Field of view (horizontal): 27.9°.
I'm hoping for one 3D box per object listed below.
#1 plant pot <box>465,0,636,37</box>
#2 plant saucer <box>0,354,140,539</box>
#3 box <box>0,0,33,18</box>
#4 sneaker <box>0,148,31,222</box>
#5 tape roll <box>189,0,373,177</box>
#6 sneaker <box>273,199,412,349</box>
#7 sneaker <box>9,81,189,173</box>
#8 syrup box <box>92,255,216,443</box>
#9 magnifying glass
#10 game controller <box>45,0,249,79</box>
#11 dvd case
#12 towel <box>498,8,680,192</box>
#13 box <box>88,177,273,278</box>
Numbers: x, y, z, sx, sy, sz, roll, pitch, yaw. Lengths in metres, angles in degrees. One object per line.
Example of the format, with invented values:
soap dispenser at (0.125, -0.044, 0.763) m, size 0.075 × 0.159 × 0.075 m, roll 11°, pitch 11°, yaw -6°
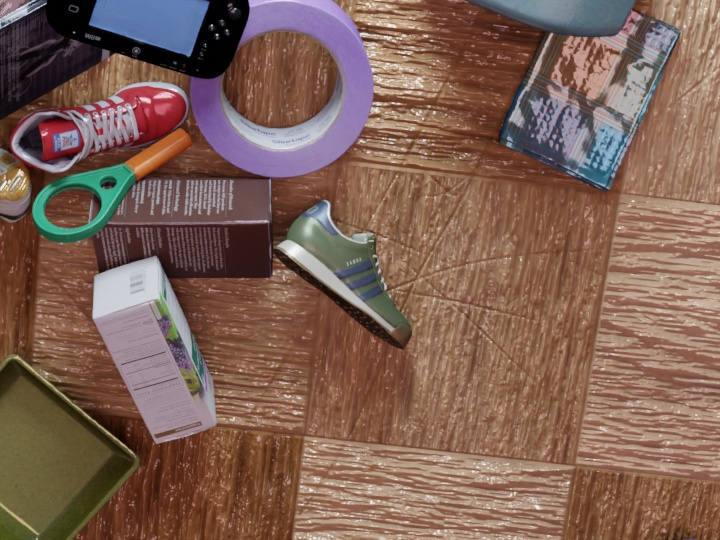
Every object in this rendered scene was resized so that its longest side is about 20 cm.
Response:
plant pot at (0.200, -0.343, 1.513) m, size 0.199 × 0.196 × 0.197 m, roll 26°, pitch 101°, yaw -11°
plant saucer at (-0.391, 0.224, 1.707) m, size 0.199 × 0.048 × 0.200 m, roll 41°, pitch 100°, yaw -10°
box at (-0.383, -0.373, 1.503) m, size 0.200 × 0.164 × 0.166 m, roll 42°, pitch 100°, yaw -10°
sneaker at (-0.452, -0.116, 1.611) m, size 0.199 × 0.088 × 0.076 m, roll 34°, pitch 66°, yaw 12°
tape roll at (-0.087, -0.206, 1.579) m, size 0.198 × 0.066 × 0.202 m, roll -3°, pitch 116°, yaw -6°
sneaker at (0.000, 0.000, 1.651) m, size 0.200 × 0.067 × 0.090 m, roll 39°, pitch 76°, yaw -23°
sneaker at (-0.287, -0.156, 1.584) m, size 0.198 × 0.113 × 0.072 m, roll -13°, pitch 103°, yaw 1°
syrup box at (-0.229, 0.092, 1.627) m, size 0.081 × 0.079 × 0.201 m, roll -17°, pitch 127°, yaw 4°
magnifying glass at (-0.268, -0.096, 1.576) m, size 0.200 × 0.022 × 0.080 m, roll -37°, pitch 62°, yaw -24°
game controller at (-0.214, -0.263, 1.465) m, size 0.198 × 0.042 × 0.105 m, roll 15°, pitch 106°, yaw -22°
dvd case at (-0.333, -0.233, 1.509) m, size 0.200 × 0.149 × 0.016 m, roll -37°, pitch 72°, yaw -29°
towel at (0.257, -0.206, 1.633) m, size 0.146 × 0.022 × 0.201 m, roll 23°, pitch 102°, yaw -7°
box at (-0.196, -0.048, 1.613) m, size 0.198 × 0.075 × 0.101 m, roll 2°, pitch 142°, yaw -1°
